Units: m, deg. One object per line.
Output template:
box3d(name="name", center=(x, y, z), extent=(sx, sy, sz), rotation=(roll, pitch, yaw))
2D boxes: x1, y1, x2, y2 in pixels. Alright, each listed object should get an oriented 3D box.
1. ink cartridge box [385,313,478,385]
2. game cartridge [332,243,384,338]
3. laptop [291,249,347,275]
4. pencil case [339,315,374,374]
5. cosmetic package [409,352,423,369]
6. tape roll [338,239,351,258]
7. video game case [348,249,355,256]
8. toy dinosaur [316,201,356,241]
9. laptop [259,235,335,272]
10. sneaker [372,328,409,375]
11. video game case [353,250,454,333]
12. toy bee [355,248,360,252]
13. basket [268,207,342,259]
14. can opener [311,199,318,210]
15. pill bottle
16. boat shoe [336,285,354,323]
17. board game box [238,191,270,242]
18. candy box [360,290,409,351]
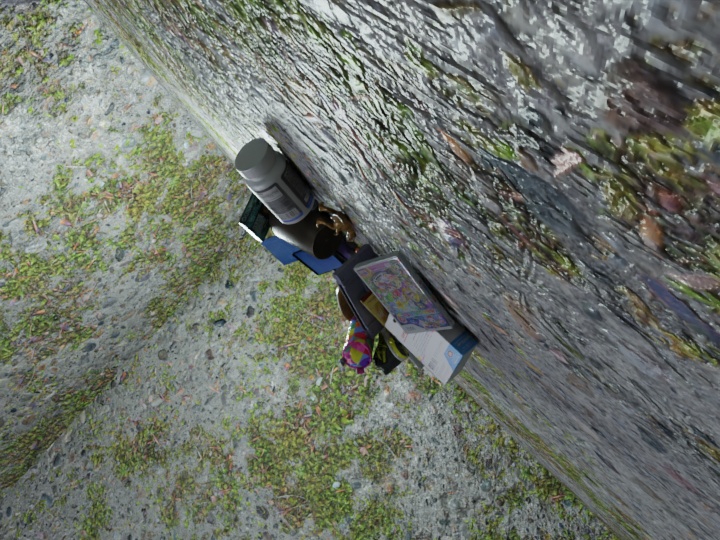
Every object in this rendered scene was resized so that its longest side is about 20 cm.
box3d(name="ink cartridge box", center=(0.157, 0.144, 1.181), extent=(0.200, 0.067, 0.116), rotation=(43, 137, 23))
box3d(name="game cartridge", center=(0.023, 0.051, 1.284), extent=(0.038, 0.129, 0.202), rotation=(13, 138, 55))
box3d(name="laptop", center=(-0.083, -0.003, 1.600), extent=(0.199, 0.104, 0.177), rotation=(40, 179, 33))
box3d(name="pencil case", center=(0.000, 0.185, 1.374), extent=(0.088, 0.088, 0.201), rotation=(44, -159, -10))
box3d(name="cosmetic package", center=(0.154, 0.208, 1.795), extent=(0.199, 0.123, 0.200), rotation=(41, 174, 35))
box3d(name="tape roll", center=(-0.114, -0.090, 1.779), extent=(0.200, 0.085, 0.200), rotation=(43, 176, 4))
box3d(name="video game case", center=(0.055, 0.025, 1.668), extent=(0.182, 0.023, 0.200), rotation=(47, 175, -29))
box3d(name="toy dinosaur", center=(-0.052, -0.119, 1.194), extent=(0.104, 0.062, 0.200), rotation=(18, 174, 15))
box3d(name="laptop", center=(-0.201, -0.042, 1.720), extent=(0.200, 0.116, 0.187), rotation=(42, 176, 31))
box3d(name="sneaker", center=(0.062, 0.205, 1.333), extent=(0.075, 0.085, 0.200), rotation=(46, 179, -6))
box3d(name="video game case", center=(0.089, 0.052, 1.080), extent=(0.142, 0.018, 0.201), rotation=(-16, 120, 50))
box3d(name="toy bee", center=(0.000, 0.000, 1.399), extent=(0.201, 0.129, 0.110), rotation=(54, 160, 42))
box3d(name="basket", center=(-0.155, -0.125, 1.502), extent=(0.199, 0.135, 0.183), rotation=(35, 145, 36))
box3d(name="can opener", center=(-0.176, -0.220, 1.412), extent=(0.198, 0.067, 0.054), rotation=(25, 153, 43))
box3d(name="pill bottle", center=(-0.205, -0.213, 1.246), extent=(0.114, 0.114, 0.200), rotation=(40, 174, 42))
box3d(name="boat shoe", center=(-0.026, 0.109, 1.489), extent=(0.069, 0.070, 0.202), rotation=(43, 162, 53))
box3d(name="board game box", center=(-0.274, -0.199, 1.502), extent=(0.028, 0.203, 0.135), rotation=(19, 168, 17))
box3d(name="candy box", center=(0.100, 0.098, 1.276), extent=(0.200, 0.117, 0.056), rotation=(48, 177, -37))
